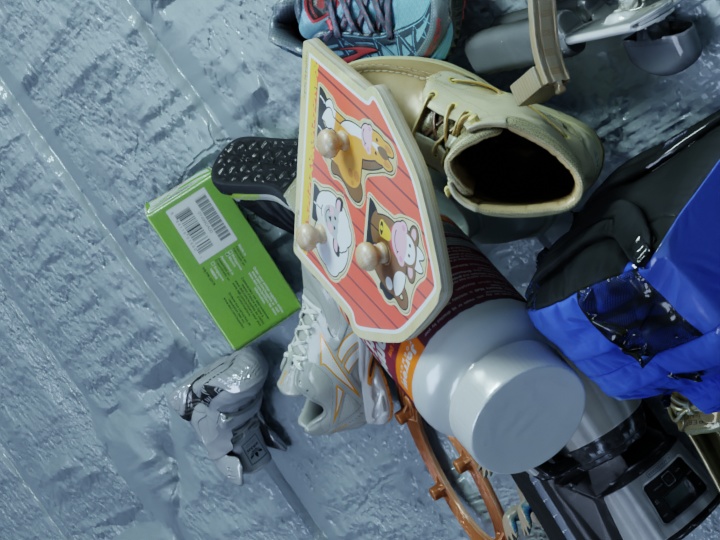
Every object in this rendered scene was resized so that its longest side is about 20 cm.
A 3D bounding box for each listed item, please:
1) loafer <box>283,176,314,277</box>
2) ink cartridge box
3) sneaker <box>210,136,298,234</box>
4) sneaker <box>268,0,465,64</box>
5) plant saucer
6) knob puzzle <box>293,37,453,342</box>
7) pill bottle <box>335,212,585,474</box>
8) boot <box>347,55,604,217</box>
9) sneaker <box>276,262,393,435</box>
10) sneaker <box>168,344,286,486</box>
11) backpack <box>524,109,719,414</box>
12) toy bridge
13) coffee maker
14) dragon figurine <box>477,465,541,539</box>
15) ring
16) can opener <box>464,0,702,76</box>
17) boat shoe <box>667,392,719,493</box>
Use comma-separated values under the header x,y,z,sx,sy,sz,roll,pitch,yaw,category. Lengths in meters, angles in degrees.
x,y,z,sx,sy,sz,roll,pitch,yaw,category
0.000,0.000,1.705,0.068,0.076,0.200,-27,76,19,loafer
-0.131,-0.017,1.993,0.148,0.076,0.200,58,177,-8,ink cartridge box
-0.041,-0.067,1.829,0.200,0.072,0.083,18,160,48,sneaker
-0.001,-0.178,1.571,0.200,0.095,0.080,-11,71,58,sneaker
0.049,-0.071,1.618,0.200,0.050,0.200,27,159,11,plant saucer
0.000,-0.035,1.471,0.220,0.030,0.220,38,135,52,knob puzzle
0.070,0.049,1.530,0.200,0.109,0.110,50,158,47,pill bottle
0.062,-0.089,1.455,0.200,0.155,0.073,20,104,6,boot
-0.034,0.068,1.896,0.076,0.092,0.200,-125,18,-56,sneaker
-0.116,0.143,2.137,0.115,0.075,0.200,55,156,-4,sneaker
0.212,0.011,1.424,0.168,0.163,0.200,50,151,-10,backpack
0.096,-0.206,1.432,0.067,0.027,0.200,-40,67,55,toy bridge
0.167,0.121,1.672,0.200,0.135,0.192,58,175,-6,coffee maker
0.155,0.160,1.772,0.200,0.099,0.059,68,156,14,dragon figurine
0.079,0.179,1.882,0.201,0.019,0.201,57,167,20,ring
0.149,-0.149,1.454,0.200,0.053,0.067,-6,115,59,can opener
0.267,0.125,1.567,0.073,0.063,0.201,-13,111,59,boat shoe
